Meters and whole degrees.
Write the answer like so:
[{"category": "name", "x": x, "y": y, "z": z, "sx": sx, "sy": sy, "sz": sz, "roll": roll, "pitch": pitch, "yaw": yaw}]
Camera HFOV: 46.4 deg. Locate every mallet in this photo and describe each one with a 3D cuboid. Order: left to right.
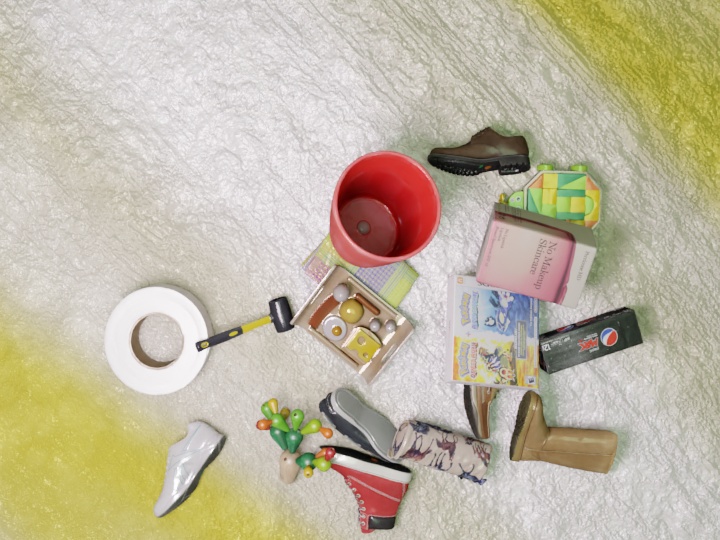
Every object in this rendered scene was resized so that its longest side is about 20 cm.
[{"category": "mallet", "x": -0.214, "y": 0.119, "z": 1.586, "sx": 0.197, "sy": 0.041, "sz": 0.067, "roll": -29, "pitch": 100, "yaw": -22}]

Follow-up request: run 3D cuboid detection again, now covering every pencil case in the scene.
[{"category": "pencil case", "x": 0.152, "y": 0.348, "z": 1.608, "sx": 0.196, "sy": 0.078, "sz": 0.091, "roll": 19, "pitch": 102, "yaw": -13}]

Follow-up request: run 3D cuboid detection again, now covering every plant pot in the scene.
[{"category": "plant pot", "x": 0.027, "y": -0.095, "z": 1.525, "sx": 0.195, "sy": 0.177, "sz": 0.206, "roll": 3, "pitch": 77, "yaw": -14}]

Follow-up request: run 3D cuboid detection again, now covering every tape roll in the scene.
[{"category": "tape roll", "x": -0.380, "y": 0.130, "z": 1.595, "sx": 0.197, "sy": 0.071, "sz": 0.208, "roll": 0, "pitch": 93, "yaw": -2}]

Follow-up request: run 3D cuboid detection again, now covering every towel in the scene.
[{"category": "towel", "x": 0.000, "y": 0.000, "z": 1.626, "sx": 0.199, "sy": 0.023, "sz": 0.145, "roll": 38, "pitch": 91, "yaw": -4}]

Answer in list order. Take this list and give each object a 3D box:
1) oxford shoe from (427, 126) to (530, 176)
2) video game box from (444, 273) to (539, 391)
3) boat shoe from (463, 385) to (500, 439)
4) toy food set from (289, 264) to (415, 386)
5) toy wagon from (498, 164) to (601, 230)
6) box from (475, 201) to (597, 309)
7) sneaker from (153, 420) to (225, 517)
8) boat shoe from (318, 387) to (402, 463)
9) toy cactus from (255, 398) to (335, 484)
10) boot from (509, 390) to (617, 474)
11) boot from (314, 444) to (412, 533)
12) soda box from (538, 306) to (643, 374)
[{"category": "oxford shoe", "x": 0.223, "y": -0.228, "z": 1.605, "sx": 0.195, "sy": 0.073, "sz": 0.087, "roll": -1, "pitch": 77, "yaw": -4}, {"category": "video game box", "x": 0.250, "y": 0.117, "z": 1.588, "sx": 0.178, "sy": 0.047, "sz": 0.205, "roll": 6, "pitch": 76, "yaw": -12}, {"category": "boat shoe", "x": 0.237, "y": 0.222, "z": 1.622, "sx": 0.072, "sy": 0.076, "sz": 0.205, "roll": -8, "pitch": 94, "yaw": -7}, {"category": "toy food set", "x": -0.015, "y": 0.105, "z": 1.594, "sx": 0.199, "sy": 0.060, "sz": 0.144, "roll": 38, "pitch": 99, "yaw": -4}, {"category": "toy wagon", "x": 0.365, "y": -0.125, "z": 1.622, "sx": 0.195, "sy": 0.040, "sz": 0.159, "roll": 1, "pitch": 93, "yaw": -2}, {"category": "box", "x": 0.324, "y": -0.029, "z": 1.566, "sx": 0.195, "sy": 0.109, "sz": 0.131, "roll": 15, "pitch": 113, "yaw": 4}, {"category": "sneaker", "x": -0.343, "y": 0.381, "z": 1.620, "sx": 0.080, "sy": 0.070, "sz": 0.202, "roll": 34, "pitch": 89, "yaw": 11}, {"category": "boat shoe", "x": 0.003, "y": 0.305, "z": 1.626, "sx": 0.060, "sy": 0.076, "sz": 0.200, "roll": -33, "pitch": 106, "yaw": 38}, {"category": "toy cactus", "x": -0.131, "y": 0.339, "z": 1.592, "sx": 0.197, "sy": 0.102, "sz": 0.168, "roll": 28, "pitch": 124, "yaw": 25}, {"category": "boot", "x": 0.397, "y": 0.311, "z": 1.618, "sx": 0.195, "sy": 0.067, "sz": 0.178, "roll": 7, "pitch": 129, "yaw": -1}, {"category": "boot", "x": -0.011, "y": 0.429, "z": 1.628, "sx": 0.196, "sy": 0.072, "sz": 0.147, "roll": 20, "pitch": 94, "yaw": -7}, {"category": "soda box", "x": 0.439, "y": 0.135, "z": 1.628, "sx": 0.196, "sy": 0.063, "sz": 0.072, "roll": -18, "pitch": 95, "yaw": 0}]
